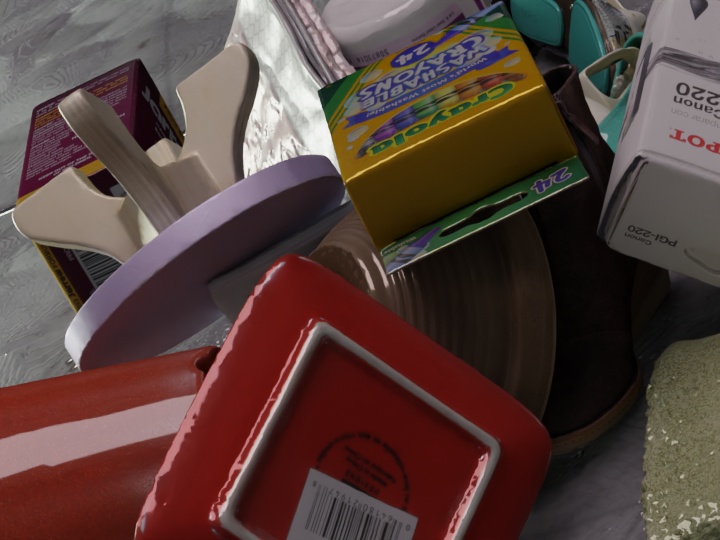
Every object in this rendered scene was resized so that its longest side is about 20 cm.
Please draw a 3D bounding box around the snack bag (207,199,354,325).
[{"bbox_3d":[0.000,0.000,1.741,0.188,0.200,0.021,-30,64,3],"label":"snack bag"}]

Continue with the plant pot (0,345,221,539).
[{"bbox_3d":[-0.156,0.141,1.632,0.195,0.201,0.201,-17,26,11],"label":"plant pot"}]

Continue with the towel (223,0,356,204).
[{"bbox_3d":[-0.049,-0.086,1.816,0.032,0.191,0.200,-10,49,-25],"label":"towel"}]

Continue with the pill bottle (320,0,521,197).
[{"bbox_3d":[0.063,-0.109,1.826,0.112,0.200,0.112,-25,24,12],"label":"pill bottle"}]

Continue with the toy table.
[{"bbox_3d":[-0.120,-0.041,1.682,0.200,0.117,0.184,-33,-19,-1],"label":"toy table"}]

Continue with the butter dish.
[{"bbox_3d":[-0.028,0.128,1.490,0.148,0.200,0.200,-27,33,59],"label":"butter dish"}]

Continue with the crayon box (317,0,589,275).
[{"bbox_3d":[0.049,-0.080,1.551,0.125,0.052,0.200,-26,23,4],"label":"crayon box"}]

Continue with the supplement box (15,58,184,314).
[{"bbox_3d":[-0.188,-0.057,2.107,0.103,0.131,0.200,-25,25,9],"label":"supplement box"}]

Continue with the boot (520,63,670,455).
[{"bbox_3d":[0.115,-0.006,1.606,0.072,0.167,0.200,-10,31,33],"label":"boot"}]

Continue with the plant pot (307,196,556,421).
[{"bbox_3d":[0.020,0.036,1.585,0.092,0.202,0.201,0,6,-33],"label":"plant pot"}]

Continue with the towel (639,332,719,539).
[{"bbox_3d":[0.219,0.080,1.482,0.148,0.037,0.200,-23,25,20],"label":"towel"}]

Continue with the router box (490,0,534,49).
[{"bbox_3d":[0.069,-0.180,2.137,0.149,0.051,0.200,-11,31,41],"label":"router box"}]

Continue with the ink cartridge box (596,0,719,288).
[{"bbox_3d":[0.232,-0.087,1.606,0.085,0.145,0.200,110,178,-50],"label":"ink cartridge box"}]

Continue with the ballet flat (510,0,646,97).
[{"bbox_3d":[0.174,-0.179,2.002,0.072,0.072,0.200,-32,28,-3],"label":"ballet flat"}]

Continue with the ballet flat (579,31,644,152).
[{"bbox_3d":[0.167,-0.099,1.828,0.200,0.070,0.067,-53,-5,-49],"label":"ballet flat"}]
